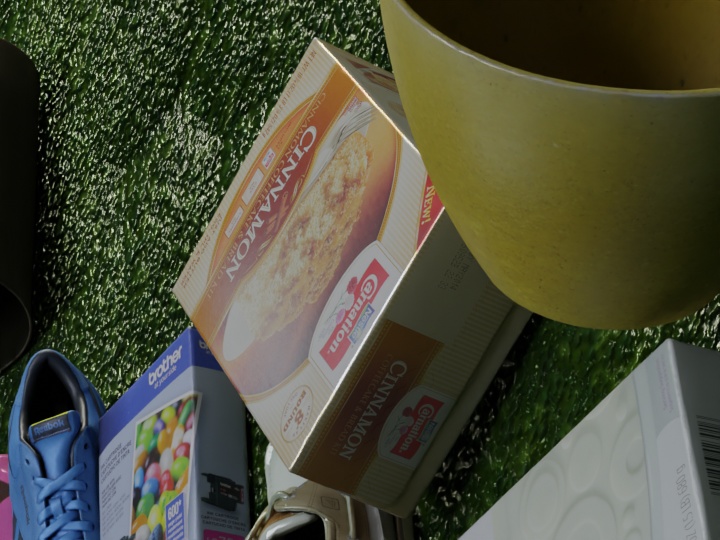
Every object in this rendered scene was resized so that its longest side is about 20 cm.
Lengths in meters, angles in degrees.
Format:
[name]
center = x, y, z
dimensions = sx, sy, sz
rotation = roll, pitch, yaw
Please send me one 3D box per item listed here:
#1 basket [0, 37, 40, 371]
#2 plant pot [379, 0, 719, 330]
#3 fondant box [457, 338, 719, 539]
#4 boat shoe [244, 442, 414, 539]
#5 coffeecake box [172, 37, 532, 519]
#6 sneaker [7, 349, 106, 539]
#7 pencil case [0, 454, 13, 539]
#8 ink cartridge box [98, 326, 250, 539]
[basket]
center = -0.276, -0.049, 1.965
dimensions = 0.180, 0.136, 0.200
rotation = 134, 145, -54
[plant pot]
center = 0.103, -0.062, 1.189
dimensions = 0.200, 0.200, 0.142
rotation = -114, 21, -52
[fondant box]
center = 0.102, 0.143, 1.199
dimensions = 0.200, 0.058, 0.144
rotation = -50, 36, 43
[boat shoe]
center = -0.017, 0.130, 1.427
dimensions = 0.075, 0.068, 0.200
rotation = -64, 28, 22
[coffeecake box]
center = 0.000, 0.000, 1.436
dimensions = 0.154, 0.073, 0.200
rotation = -60, 29, 12
[sneaker]
center = -0.172, 0.134, 1.702
dimensions = 0.078, 0.066, 0.200
rotation = 80, 180, -50
[pencil case]
center = -0.214, 0.211, 1.751
dimensions = 0.091, 0.094, 0.200
rotation = 68, -170, -47
[ink cartridge box]
center = -0.104, 0.118, 1.640
dimensions = 0.119, 0.042, 0.200
rotation = -44, 39, 46
